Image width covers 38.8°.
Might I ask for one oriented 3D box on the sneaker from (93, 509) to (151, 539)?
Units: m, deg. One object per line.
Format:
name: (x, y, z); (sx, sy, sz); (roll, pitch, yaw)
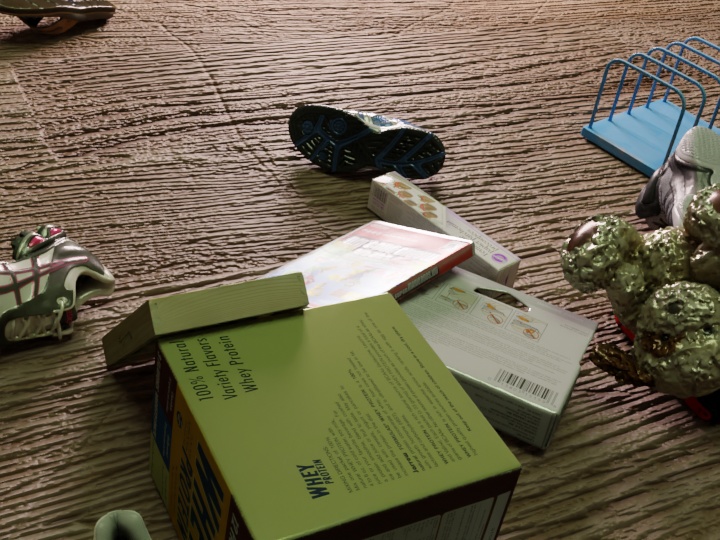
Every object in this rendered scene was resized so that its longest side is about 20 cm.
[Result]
sneaker: (-0.136, 0.240, 0.637); (0.074, 0.082, 0.201); (-7, 41, -26)

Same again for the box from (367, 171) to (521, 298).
box: (0.087, -0.042, 1.115); (0.038, 0.042, 0.199); (-22, 46, -37)

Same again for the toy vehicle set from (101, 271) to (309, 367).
toy vehicle set: (-0.133, 0.043, 0.833); (0.122, 0.199, 0.027); (-11, 83, -25)

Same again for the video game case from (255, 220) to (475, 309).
video game case: (0.000, 0.000, 1.012); (0.141, 0.018, 0.199); (14, 31, 41)

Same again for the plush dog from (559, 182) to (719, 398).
plush dog: (0.300, 0.039, 0.964); (0.197, 0.161, 0.174); (-13, 52, 22)

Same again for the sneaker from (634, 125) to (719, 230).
sneaker: (0.370, -0.060, 1.170); (0.074, 0.114, 0.203); (22, 57, -9)

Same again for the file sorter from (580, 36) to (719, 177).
file sorter: (0.426, -0.227, 1.387); (0.198, 0.124, 0.138); (-21, 46, -37)

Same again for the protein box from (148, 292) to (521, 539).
protein box: (-0.029, 0.144, 0.747); (0.197, 0.137, 0.199); (-10, 41, -27)

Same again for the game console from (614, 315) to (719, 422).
game console: (0.376, 0.075, 1.046); (0.196, 0.031, 0.178); (-8, 44, -23)

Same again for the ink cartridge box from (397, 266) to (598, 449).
ink cartridge box: (0.112, 0.069, 0.968); (0.197, 0.044, 0.173); (22, 30, 16)

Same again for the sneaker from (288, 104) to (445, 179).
sneaker: (0.008, -0.152, 1.233); (0.196, 0.077, 0.077); (16, 13, 7)

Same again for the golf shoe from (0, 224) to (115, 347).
golf shoe: (-0.296, 0.029, 0.889); (0.087, 0.078, 0.200); (26, 38, 9)

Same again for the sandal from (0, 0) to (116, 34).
sandal: (-0.426, -0.355, 1.404); (0.081, 0.055, 0.199); (37, 28, 23)
